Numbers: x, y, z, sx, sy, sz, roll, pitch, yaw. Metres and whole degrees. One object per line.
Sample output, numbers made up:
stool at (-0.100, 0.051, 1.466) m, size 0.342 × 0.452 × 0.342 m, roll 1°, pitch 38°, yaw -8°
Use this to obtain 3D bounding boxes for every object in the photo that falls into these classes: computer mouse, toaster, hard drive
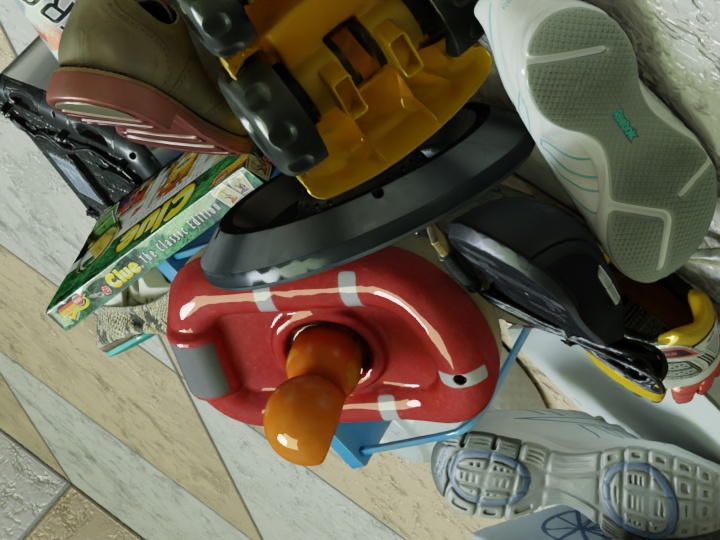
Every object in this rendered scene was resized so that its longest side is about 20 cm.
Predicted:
computer mouse at (0.086, -0.008, 1.394) m, size 0.140 × 0.046 × 0.200 m, roll 29°, pitch 174°, yaw 34°
toaster at (-0.139, -0.093, 1.791) m, size 0.181 × 0.119 × 0.200 m, roll 24°, pitch 158°, yaw 45°
hard drive at (0.180, 0.073, 1.658) m, size 0.132 × 0.026 × 0.200 m, roll 44°, pitch 165°, yaw -12°

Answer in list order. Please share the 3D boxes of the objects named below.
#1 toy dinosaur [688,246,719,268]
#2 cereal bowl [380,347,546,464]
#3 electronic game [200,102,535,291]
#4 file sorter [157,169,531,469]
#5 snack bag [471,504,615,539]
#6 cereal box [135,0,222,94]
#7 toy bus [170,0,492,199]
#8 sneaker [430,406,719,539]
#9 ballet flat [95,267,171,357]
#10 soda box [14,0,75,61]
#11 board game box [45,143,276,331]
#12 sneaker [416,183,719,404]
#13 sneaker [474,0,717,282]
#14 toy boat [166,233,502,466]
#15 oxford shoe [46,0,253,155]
toy dinosaur at (0.226, 0.016, 1.359) m, size 0.088 × 0.047 × 0.200 m, roll 59°, pitch 161°, yaw -11°
cereal bowl at (0.035, 0.080, 1.920) m, size 0.200 × 0.083 × 0.200 m, roll 38°, pitch 165°, yaw 12°
electronic game at (0.004, -0.040, 1.458) m, size 0.200 × 0.200 × 0.042 m, roll 6°, pitch 123°, yaw 64°
file sorter at (0.000, 0.000, 1.657) m, size 0.122 × 0.139 × 0.200 m, roll -17°, pitch 124°, yaw 48°
snack bag at (0.201, 0.182, 1.652) m, size 0.200 × 0.188 × 0.022 m, roll 27°, pitch 122°, yaw 51°
cereal box at (-0.114, -0.175, 1.490) m, size 0.200 × 0.039 × 0.144 m, roll 54°, pitch -163°, yaw -57°
toy bus at (-0.046, -0.169, 1.385) m, size 0.192 × 0.136 × 0.200 m, roll 48°, pitch 173°, yaw 47°
sneaker at (0.148, 0.119, 1.660) m, size 0.199 × 0.087 × 0.075 m, roll 13°, pitch 117°, yaw 11°
ballet flat at (-0.131, 0.014, 1.751) m, size 0.200 × 0.068 × 0.076 m, roll -7°, pitch 109°, yaw 63°
soda box at (-0.182, -0.197, 1.592) m, size 0.200 × 0.063 × 0.068 m, roll 54°, pitch -152°, yaw -2°
board game box at (-0.111, -0.043, 1.621) m, size 0.023 × 0.105 × 0.200 m, roll 41°, pitch 130°, yaw -19°
sneaker at (0.123, -0.004, 1.517) m, size 0.199 × 0.078 × 0.082 m, roll 27°, pitch 157°, yaw 14°
sneaker at (0.121, -0.076, 1.342) m, size 0.080 × 0.070 × 0.201 m, roll 48°, pitch 172°, yaw 49°
toy boat at (-0.020, 0.057, 1.519) m, size 0.199 × 0.131 × 0.131 m, roll -4°, pitch 133°, yaw 18°
oxford shoe at (-0.100, -0.105, 1.405) m, size 0.070 × 0.075 × 0.200 m, roll 7°, pitch 175°, yaw 16°
